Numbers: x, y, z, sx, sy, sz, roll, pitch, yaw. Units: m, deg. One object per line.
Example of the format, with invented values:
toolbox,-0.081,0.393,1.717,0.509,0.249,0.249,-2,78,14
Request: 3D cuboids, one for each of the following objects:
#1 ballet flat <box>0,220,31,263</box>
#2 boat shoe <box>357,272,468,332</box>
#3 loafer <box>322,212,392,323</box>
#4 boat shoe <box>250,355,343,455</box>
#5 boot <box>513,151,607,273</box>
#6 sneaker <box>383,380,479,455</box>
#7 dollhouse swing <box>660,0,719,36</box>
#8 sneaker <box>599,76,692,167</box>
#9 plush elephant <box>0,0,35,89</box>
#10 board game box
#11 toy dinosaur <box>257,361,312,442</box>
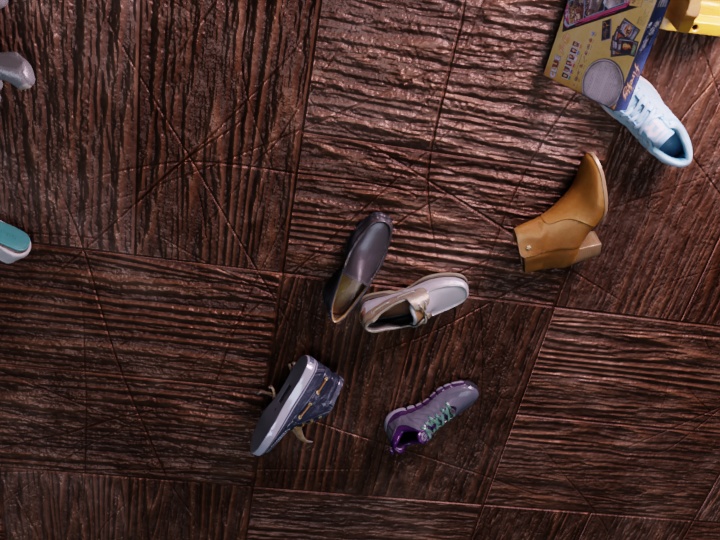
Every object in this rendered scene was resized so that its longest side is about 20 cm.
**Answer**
ballet flat,-0.607,-0.073,1.140,0.199,0.070,0.069,37,112,-24
boat shoe,0.094,0.063,1.269,0.196,0.069,0.076,-17,121,5
loafer,0.000,0.000,1.222,0.072,0.073,0.202,19,117,-14
boat shoe,-0.111,0.256,1.321,0.090,0.071,0.202,32,95,-24
boot,0.317,-0.085,1.197,0.141,0.071,0.204,-12,126,-1
sneaker,0.139,0.283,1.392,0.198,0.088,0.075,-29,119,13
dollhouse swing,0.488,-0.404,0.963,0.178,0.177,0.203,4,120,-7
sneaker,0.435,-0.229,1.116,0.198,0.082,0.074,32,113,-21
plush elephant,-0.540,-0.261,0.989,0.198,0.155,0.167,-26,81,-26
board game box,0.340,-0.341,1.015,0.034,0.135,0.203,-11,129,-37
toy dinosaur,-0.136,0.267,1.378,0.099,0.059,0.203,-6,121,-3
